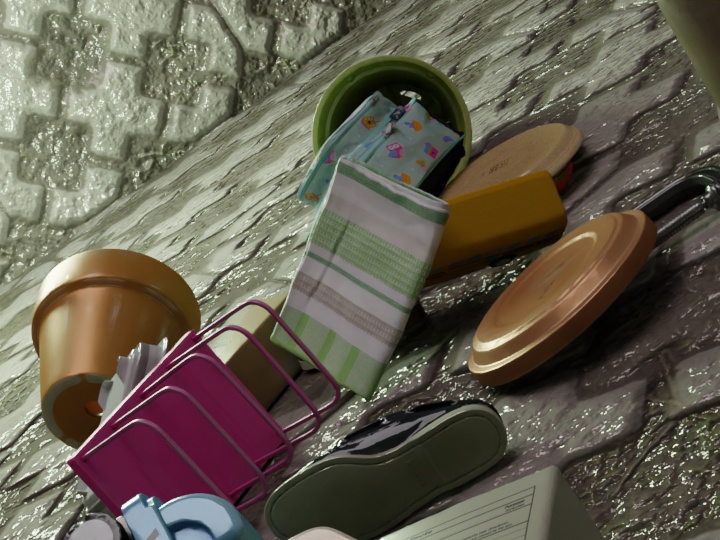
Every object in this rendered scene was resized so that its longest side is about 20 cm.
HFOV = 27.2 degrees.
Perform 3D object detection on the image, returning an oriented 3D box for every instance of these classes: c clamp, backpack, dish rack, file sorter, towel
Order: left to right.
[{"bbox_3d":[-0.239,0.159,1.468,0.200,0.043,0.172,136,145,-67],"label":"dish rack"},{"bbox_3d":[-0.128,0.140,1.324,0.125,0.139,0.200,-33,12,42],"label":"file sorter"},{"bbox_3d":[-0.005,0.004,1.422,0.149,0.031,0.200,29,99,41],"label":"towel"},{"bbox_3d":[0.016,-0.097,1.733,0.176,0.153,0.200,-55,5,42],"label":"backpack"},{"bbox_3d":[0.257,-0.030,1.325,0.200,0.027,0.171,-37,10,-5],"label":"c clamp"}]

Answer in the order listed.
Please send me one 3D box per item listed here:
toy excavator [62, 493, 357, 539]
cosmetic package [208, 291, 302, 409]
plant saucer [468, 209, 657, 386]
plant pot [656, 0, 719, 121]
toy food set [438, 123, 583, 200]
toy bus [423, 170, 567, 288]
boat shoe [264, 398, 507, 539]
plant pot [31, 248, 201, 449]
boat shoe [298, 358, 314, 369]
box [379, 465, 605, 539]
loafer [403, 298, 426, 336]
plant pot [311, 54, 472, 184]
[{"bbox_3d":[-0.079,0.209,1.029,0.200,0.100,0.195,-36,53,-2],"label":"toy excavator"},{"bbox_3d":[-0.135,0.113,1.584,0.105,0.071,0.200,-21,20,40],"label":"cosmetic package"},{"bbox_3d":[0.166,0.018,1.266,0.200,0.032,0.200,-43,9,8],"label":"plant saucer"},{"bbox_3d":[0.365,-0.233,1.349,0.200,0.173,0.200,-46,17,18],"label":"plant pot"},{"bbox_3d":[0.165,-0.098,1.663,0.198,0.049,0.200,-32,16,8],"label":"toy food set"},{"bbox_3d":[0.096,-0.032,1.457,0.200,0.065,0.078,-18,-15,-8],"label":"toy bus"},{"bbox_3d":[0.019,0.150,1.157,0.199,0.075,0.066,-30,13,10],"label":"boat shoe"},{"bbox_3d":[-0.295,0.108,1.743,0.200,0.200,0.183,-28,32,20],"label":"plant pot"},{"bbox_3d":[-0.007,0.024,1.609,0.200,0.068,0.072,-41,12,-33],"label":"boat shoe"},{"bbox_3d":[0.066,0.218,0.785,0.128,0.109,0.200,-27,16,24],"label":"box"},{"bbox_3d":[0.000,0.000,1.537,0.073,0.071,0.200,-26,41,-16],"label":"loafer"},{"bbox_3d":[0.046,-0.178,1.937,0.200,0.201,0.184,-31,3,7],"label":"plant pot"}]
